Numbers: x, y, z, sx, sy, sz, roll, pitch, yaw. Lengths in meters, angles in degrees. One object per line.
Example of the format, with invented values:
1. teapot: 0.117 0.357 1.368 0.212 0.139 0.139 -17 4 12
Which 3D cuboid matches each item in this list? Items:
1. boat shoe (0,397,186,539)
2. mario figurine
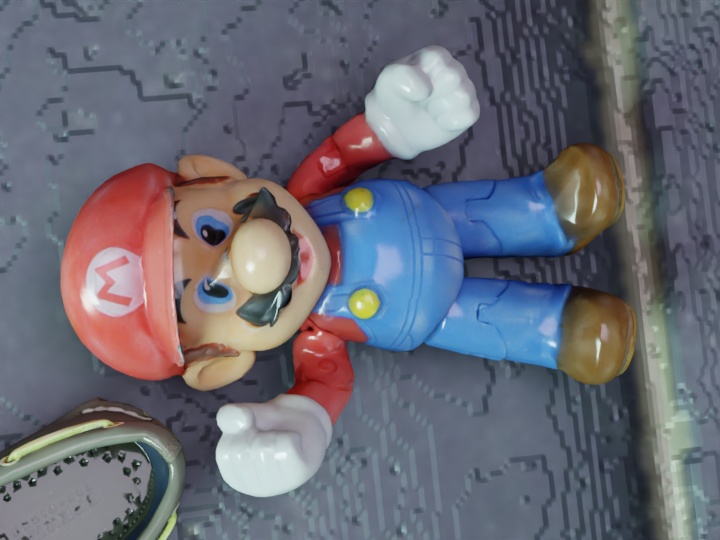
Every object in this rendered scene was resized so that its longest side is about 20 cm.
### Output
1. boat shoe: -0.141 0.111 0.818 0.201 0.060 0.072 -36 94 -14
2. mario figurine: 0.000 0.000 0.836 0.198 0.106 0.124 -2 46 -21
